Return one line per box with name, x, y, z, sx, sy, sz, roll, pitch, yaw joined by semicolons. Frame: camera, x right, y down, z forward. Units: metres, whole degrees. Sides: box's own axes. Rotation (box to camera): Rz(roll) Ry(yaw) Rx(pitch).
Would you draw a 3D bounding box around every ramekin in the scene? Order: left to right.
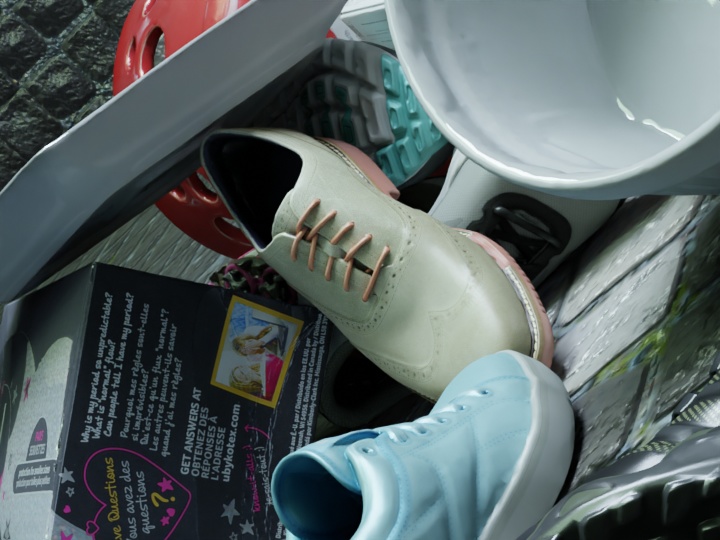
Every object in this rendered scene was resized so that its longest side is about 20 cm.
ramekin;0.113;-0.120;0.877;0.105;0.201;0.200;9;-42;-47

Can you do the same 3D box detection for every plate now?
plate;-0.096;-0.053;1.104;0.200;0.032;0.200;-38;0;-33

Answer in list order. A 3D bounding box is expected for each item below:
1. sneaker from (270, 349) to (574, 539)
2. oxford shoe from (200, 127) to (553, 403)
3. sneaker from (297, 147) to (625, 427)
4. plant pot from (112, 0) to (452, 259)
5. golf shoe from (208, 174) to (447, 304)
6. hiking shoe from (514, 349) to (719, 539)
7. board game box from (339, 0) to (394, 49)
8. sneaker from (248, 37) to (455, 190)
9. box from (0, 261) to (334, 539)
sneaker;0.016;0.074;0.854;0.074;0.082;0.200;-41;12;31
oxford shoe;0.000;0.000;1.013;0.200;0.074;0.071;36;104;46
sneaker;0.048;0.001;1.069;0.200;0.074;0.080;-41;32;36
plant pot;-0.021;-0.107;1.356;0.201;0.200;0.182;-51;10;-14
golf shoe;0.001;0.004;1.239;0.092;0.073;0.200;-31;7;-40
hiking shoe;0.108;0.053;0.617;0.200;0.076;0.101;-36;5;17
board game box;0.061;-0.093;1.167;0.035;0.126;0.200;-49;10;-4
sneaker;0.008;-0.071;1.170;0.091;0.078;0.200;-9;4;-24
box;-0.102;0.078;1.123;0.200;0.114;0.133;161;119;-71
